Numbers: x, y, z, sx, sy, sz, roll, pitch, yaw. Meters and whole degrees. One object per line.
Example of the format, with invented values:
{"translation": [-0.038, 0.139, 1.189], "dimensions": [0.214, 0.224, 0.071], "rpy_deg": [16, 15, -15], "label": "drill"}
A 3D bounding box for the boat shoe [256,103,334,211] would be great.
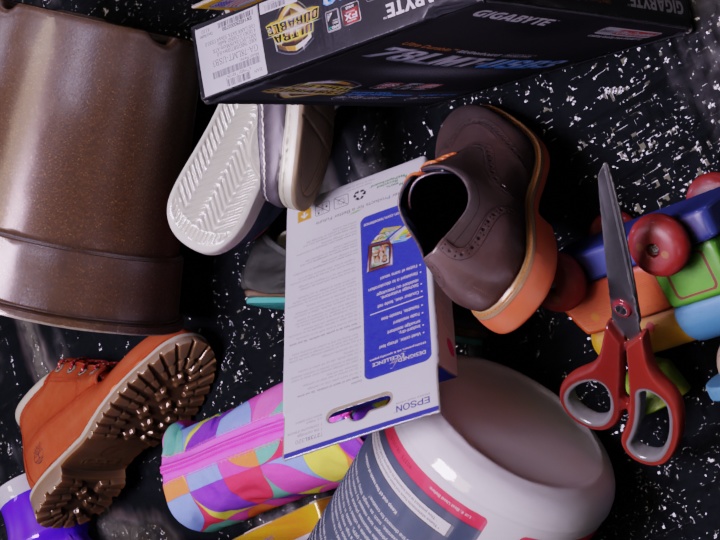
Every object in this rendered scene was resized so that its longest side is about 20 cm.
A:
{"translation": [-0.052, -0.134, 1.037], "dimensions": [0.065, 0.072, 0.200], "rpy_deg": [0, 82, 12], "label": "boat shoe"}

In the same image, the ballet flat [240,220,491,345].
{"translation": [0.000, 0.000, 1.077], "dimensions": [0.200, 0.068, 0.069], "rpy_deg": [9, 87, 40], "label": "ballet flat"}

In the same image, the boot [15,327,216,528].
{"translation": [-0.186, 0.088, 1.242], "dimensions": [0.200, 0.075, 0.107], "rpy_deg": [-44, 51, 27], "label": "boot"}

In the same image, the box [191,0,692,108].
{"translation": [0.046, -0.133, 0.934], "dimensions": [0.198, 0.200, 0.050], "rpy_deg": [-11, 86, 40], "label": "box"}

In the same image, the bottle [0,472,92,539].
{"translation": [-0.216, 0.247, 1.284], "dimensions": [0.084, 0.065, 0.200], "rpy_deg": [-41, 68, 37], "label": "bottle"}

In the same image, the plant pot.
{"translation": [-0.198, -0.075, 1.168], "dimensions": [0.200, 0.200, 0.199], "rpy_deg": [17, 97, 38], "label": "plant pot"}

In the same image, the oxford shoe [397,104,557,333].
{"translation": [0.060, -0.049, 0.957], "dimensions": [0.071, 0.072, 0.200], "rpy_deg": [-49, 23, 22], "label": "oxford shoe"}

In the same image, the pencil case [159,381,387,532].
{"translation": [-0.049, 0.111, 1.116], "dimensions": [0.200, 0.088, 0.088], "rpy_deg": [-28, 76, 40], "label": "pencil case"}

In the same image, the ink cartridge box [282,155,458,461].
{"translation": [0.004, 0.024, 0.973], "dimensions": [0.095, 0.037, 0.200], "rpy_deg": [-19, 41, 18], "label": "ink cartridge box"}

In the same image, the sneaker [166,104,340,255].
{"translation": [-0.053, -0.099, 1.112], "dimensions": [0.075, 0.085, 0.200], "rpy_deg": [38, 94, 9], "label": "sneaker"}

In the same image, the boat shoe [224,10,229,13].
{"translation": [-0.046, -0.246, 1.091], "dimensions": [0.063, 0.071, 0.200], "rpy_deg": [12, 98, 36], "label": "boat shoe"}

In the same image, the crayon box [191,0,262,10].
{"translation": [0.014, -0.182, 0.955], "dimensions": [0.126, 0.200, 0.052], "rpy_deg": [-13, 86, 40], "label": "crayon box"}

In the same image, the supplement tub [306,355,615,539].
{"translation": [0.046, 0.163, 1.001], "dimensions": [0.140, 0.140, 0.200], "rpy_deg": [45, 120, 28], "label": "supplement tub"}

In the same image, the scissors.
{"translation": [0.145, 0.028, 0.888], "dimensions": [0.073, 0.014, 0.200], "rpy_deg": [27, 140, 22], "label": "scissors"}

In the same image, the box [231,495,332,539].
{"translation": [-0.023, 0.261, 1.138], "dimensions": [0.119, 0.041, 0.200], "rpy_deg": [-29, 78, 39], "label": "box"}

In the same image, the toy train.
{"translation": [0.142, 0.032, 0.956], "dimensions": [0.200, 0.085, 0.116], "rpy_deg": [-23, 95, 43], "label": "toy train"}
